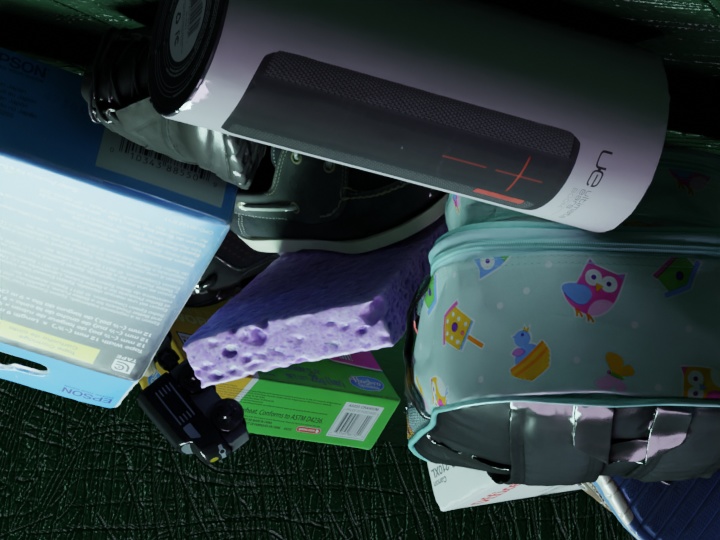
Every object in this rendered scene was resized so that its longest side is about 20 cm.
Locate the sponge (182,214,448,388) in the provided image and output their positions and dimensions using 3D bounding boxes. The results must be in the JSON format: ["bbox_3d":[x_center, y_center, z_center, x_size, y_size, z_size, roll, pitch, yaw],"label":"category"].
[{"bbox_3d":[0.000,0.000,1.450,0.111,0.030,0.200,-15,-165,28],"label":"sponge"}]

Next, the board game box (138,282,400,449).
[{"bbox_3d":[-0.084,0.018,1.687,0.153,0.040,0.200,10,-147,-37],"label":"board game box"}]

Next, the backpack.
[{"bbox_3d":[0.108,0.022,1.283,0.175,0.154,0.200,3,177,0],"label":"backpack"}]

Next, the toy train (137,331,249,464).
[{"bbox_3d":[-0.135,0.029,1.563,0.200,0.046,0.034,48,168,19],"label":"toy train"}]

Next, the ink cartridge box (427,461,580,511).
[{"bbox_3d":[0.155,0.085,1.818,0.200,0.085,0.145,-7,164,-29],"label":"ink cartridge box"}]

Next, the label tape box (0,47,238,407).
[{"bbox_3d":[-0.157,-0.017,1.459,0.143,0.066,0.200,18,146,-12],"label":"label tape box"}]

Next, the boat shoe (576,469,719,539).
[{"bbox_3d":[0.144,0.096,1.674,0.200,0.072,0.072,45,170,-28],"label":"boat shoe"}]

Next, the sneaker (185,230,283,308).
[{"bbox_3d":[-0.103,-0.033,1.588,0.200,0.098,0.071,18,172,-38],"label":"sneaker"}]

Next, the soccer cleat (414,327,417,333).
[{"bbox_3d":[0.105,0.017,1.855,0.067,0.077,0.200,-25,168,41],"label":"soccer cleat"}]

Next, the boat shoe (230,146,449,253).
[{"bbox_3d":[-0.014,-0.052,1.433,0.200,0.072,0.068,-6,137,49],"label":"boat shoe"}]

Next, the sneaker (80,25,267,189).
[{"bbox_3d":[-0.083,-0.080,1.302,0.091,0.076,0.200,16,171,-2],"label":"sneaker"}]

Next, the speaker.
[{"bbox_3d":[0.021,-0.076,1.144,0.200,0.081,0.081,14,172,-24],"label":"speaker"}]
